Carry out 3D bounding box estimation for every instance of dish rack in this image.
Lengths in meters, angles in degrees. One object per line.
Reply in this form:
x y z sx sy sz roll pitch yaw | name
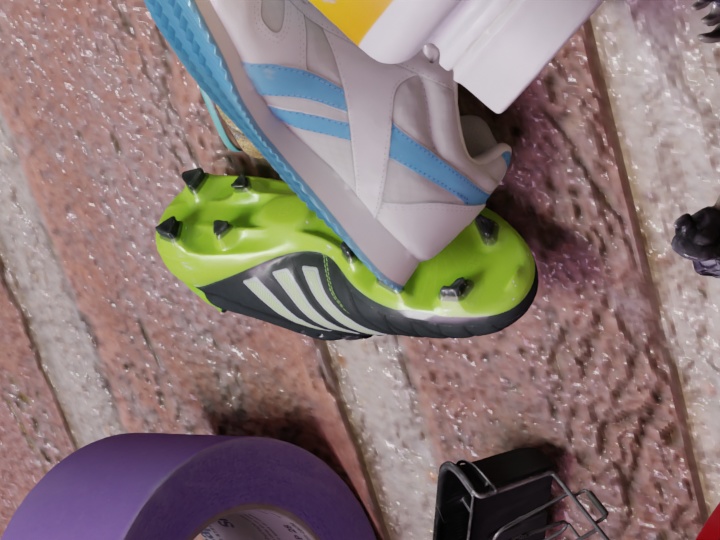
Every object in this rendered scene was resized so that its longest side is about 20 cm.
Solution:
0.104 0.185 1.292 0.200 0.054 0.154 52 155 35 | dish rack

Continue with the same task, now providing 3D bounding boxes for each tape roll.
-0.081 0.178 1.388 0.085 0.200 0.200 -2 126 43 | tape roll

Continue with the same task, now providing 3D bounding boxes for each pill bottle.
0.002 -0.152 1.050 0.200 0.109 0.109 42 144 0 | pill bottle

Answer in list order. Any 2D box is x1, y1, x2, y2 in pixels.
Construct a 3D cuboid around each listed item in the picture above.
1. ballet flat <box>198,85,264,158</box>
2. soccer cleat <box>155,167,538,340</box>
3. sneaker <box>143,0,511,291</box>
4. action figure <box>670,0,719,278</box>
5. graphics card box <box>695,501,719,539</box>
-0.060 -0.137 1.171 0.071 0.071 0.200 -3 125 44 | ballet flat
0.000 0.000 1.257 0.200 0.068 0.081 10 151 37 | soccer cleat
-0.017 -0.082 1.132 0.200 0.081 0.077 49 178 -40 | sneaker
0.160 -0.087 0.986 0.119 0.102 0.200 19 112 41 | action figure
0.210 0.196 1.265 0.125 0.051 0.200 19 139 28 | graphics card box
